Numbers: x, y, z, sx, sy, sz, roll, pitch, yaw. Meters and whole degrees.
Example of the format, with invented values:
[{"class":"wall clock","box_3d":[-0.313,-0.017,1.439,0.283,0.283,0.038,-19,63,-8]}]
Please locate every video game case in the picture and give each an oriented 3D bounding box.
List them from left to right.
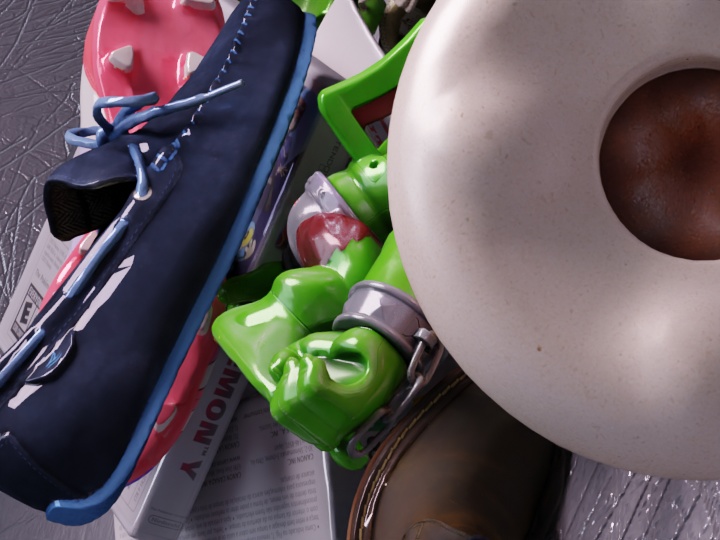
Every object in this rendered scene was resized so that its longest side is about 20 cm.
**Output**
[{"class":"video game case","box_3d":[-0.076,-0.015,0.951,0.183,0.023,0.200,-65,29,10]}]

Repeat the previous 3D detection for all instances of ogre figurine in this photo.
[{"class":"ogre figurine","box_3d":[0.011,-0.007,0.758,0.120,0.098,0.200,-47,-10,1]}]

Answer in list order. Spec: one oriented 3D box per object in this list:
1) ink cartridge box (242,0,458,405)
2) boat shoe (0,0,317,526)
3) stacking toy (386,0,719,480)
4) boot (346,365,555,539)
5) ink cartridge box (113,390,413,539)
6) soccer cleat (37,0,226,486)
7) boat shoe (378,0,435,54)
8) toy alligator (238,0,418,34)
[{"class":"ink cartridge box","box_3d":[0.000,0.000,0.950,0.200,0.067,0.117,-59,46,39]},{"class":"boat shoe","box_3d":[-0.073,-0.018,0.791,0.201,0.068,0.084,-68,6,-32]},{"class":"stacking toy","box_3d":[0.083,-0.008,0.641,0.200,0.145,0.147,74,-146,-78]},{"class":"boot","box_3d":[0.041,0.106,0.752,0.097,0.075,0.201,-10,44,46]},{"class":"ink cartridge box","box_3d":[-0.033,0.149,0.898,0.161,0.050,0.201,-20,73,54]},{"class":"soccer cleat","box_3d":[-0.080,-0.014,0.884,0.077,0.066,0.201,106,169,-71]},{"class":"boat shoe","box_3d":[0.041,-0.103,1.045,0.201,0.066,0.072,-141,72,-77]},{"class":"toy alligator","box_3d":[-0.028,-0.111,1.057,0.200,0.054,0.060,-29,37,66]}]
